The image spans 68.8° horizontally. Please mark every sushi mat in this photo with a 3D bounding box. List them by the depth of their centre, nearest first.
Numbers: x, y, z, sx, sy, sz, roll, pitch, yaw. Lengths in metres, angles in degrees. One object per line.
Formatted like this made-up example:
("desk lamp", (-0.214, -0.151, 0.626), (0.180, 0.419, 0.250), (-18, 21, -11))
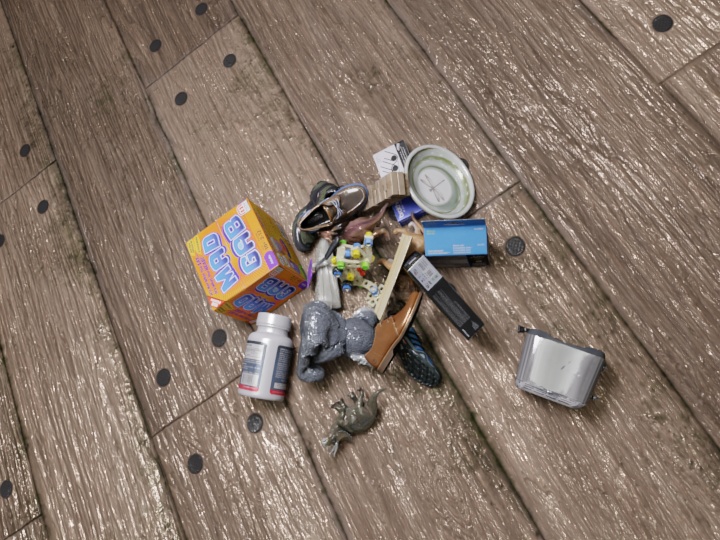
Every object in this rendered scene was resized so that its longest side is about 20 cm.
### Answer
("sushi mat", (0.074, 0.014, 1.218), (0.012, 0.096, 0.205), (20, 93, -9))

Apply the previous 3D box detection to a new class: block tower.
("block tower", (0.055, -0.189, 1.298), (0.053, 0.199, 0.060), (-4, 86, -23))

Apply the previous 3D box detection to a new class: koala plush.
("koala plush", (-0.046, 0.161, 1.258), (0.194, 0.186, 0.181), (7, 53, -9))

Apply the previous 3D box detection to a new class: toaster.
("toaster", (0.412, 0.209, 1.122), (0.195, 0.114, 0.133), (18, 84, 19))

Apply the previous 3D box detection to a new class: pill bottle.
("pill bottle", (-0.231, 0.215, 1.318), (0.116, 0.120, 0.206), (6, 78, 18))

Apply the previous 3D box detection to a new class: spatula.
("spatula", (-0.097, -0.026, 1.295), (0.200, 0.020, 0.058), (-45, 40, 46))

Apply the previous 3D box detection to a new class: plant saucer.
("plant saucer", (0.188, -0.211, 1.300), (0.195, 0.050, 0.206), (8, 67, -20))

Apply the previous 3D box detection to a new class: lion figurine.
("lion figurine", (0.119, -0.033, 1.283), (0.122, 0.072, 0.204), (34, 104, 39))

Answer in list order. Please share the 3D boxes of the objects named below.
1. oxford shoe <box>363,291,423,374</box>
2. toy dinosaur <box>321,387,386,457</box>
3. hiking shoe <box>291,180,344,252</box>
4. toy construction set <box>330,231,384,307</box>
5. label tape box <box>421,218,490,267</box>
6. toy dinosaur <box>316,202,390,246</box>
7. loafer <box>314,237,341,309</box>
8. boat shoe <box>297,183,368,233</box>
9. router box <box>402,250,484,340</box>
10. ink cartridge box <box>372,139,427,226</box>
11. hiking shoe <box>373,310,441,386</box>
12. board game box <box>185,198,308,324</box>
("oxford shoe", (0.073, 0.125, 1.165), (0.070, 0.071, 0.203), (33, 93, 14))
("toy dinosaur", (-0.010, 0.344, 1.252), (0.197, 0.077, 0.104), (-31, 81, 2))
("hiking shoe", (-0.111, -0.142, 1.377), (0.099, 0.075, 0.205), (14, 79, 50))
("toy construction set", (0.000, 0.000, 1.279), (0.128, 0.203, 0.093), (-10, 39, 18))
("label tape box", (0.220, -0.058, 1.200), (0.140, 0.200, 0.065), (-1, 79, 17))
("toy dinosaur", (-0.013, -0.096, 1.299), (0.199, 0.133, 0.088), (-36, 51, 40))
("loafer", (-0.081, 0.005, 1.358), (0.068, 0.070, 0.206), (5, 69, -17))
("boat shoe", (-0.068, -0.147, 1.305), (0.197, 0.073, 0.073), (-31, 100, 10))
("router box", (0.177, 0.050, 1.174), (0.052, 0.157, 0.201), (-42, 94, 3))
("ink cartridge box", (0.109, -0.227, 1.361), (0.092, 0.044, 0.205), (-24, 71, 11))
("hiking shoe", (0.125, 0.180, 1.238), (0.200, 0.087, 0.075), (46, 135, 3))
("board game box", (-0.284, -0.016, 1.347), (0.197, 0.200, 0.203), (-33, 69, 7))
